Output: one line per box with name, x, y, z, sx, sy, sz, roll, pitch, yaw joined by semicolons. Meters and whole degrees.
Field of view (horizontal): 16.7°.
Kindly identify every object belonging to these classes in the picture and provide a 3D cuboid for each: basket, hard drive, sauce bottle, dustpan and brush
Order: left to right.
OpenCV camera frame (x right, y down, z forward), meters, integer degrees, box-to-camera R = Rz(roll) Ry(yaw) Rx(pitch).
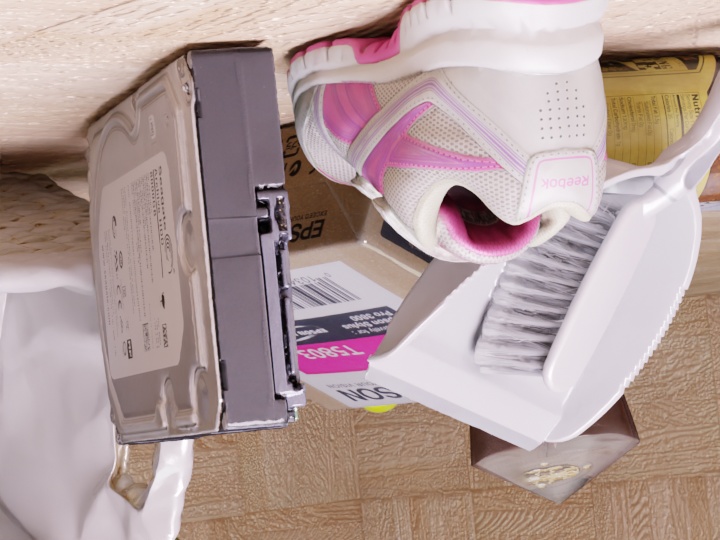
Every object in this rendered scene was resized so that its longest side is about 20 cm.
basket;-0.198;0.067;1.123;0.199;0.199;0.161;-5;-158;-38
hard drive;-0.070;-0.003;0.968;0.038;0.141;0.200;-5;177;-18
dustpan and brush;0.102;-0.019;0.954;0.057;0.201;0.139;31;-177;39
sauce bottle;0.129;-0.057;1.024;0.199;0.066;0.066;-4;176;-21

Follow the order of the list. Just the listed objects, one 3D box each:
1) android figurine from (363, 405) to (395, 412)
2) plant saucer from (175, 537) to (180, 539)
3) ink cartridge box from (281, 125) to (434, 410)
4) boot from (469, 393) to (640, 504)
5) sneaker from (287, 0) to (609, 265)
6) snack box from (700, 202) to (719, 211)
android figurine;-0.055;0.022;1.379;0.182;0.041;0.200;35;175;7
plant saucer;-0.159;0.155;1.233;0.199;0.031;0.200;11;-160;-4
ink cartridge box;0.000;0.000;1.177;0.164;0.075;0.199;30;154;-35
boot;0.057;0.046;1.427;0.185;0.201;0.064;-13;149;8
sneaker;0.028;-0.044;0.885;0.081;0.089;0.200;-4;176;-18
snack box;0.189;-0.059;1.165;0.199;0.053;0.142;-3;175;-23
